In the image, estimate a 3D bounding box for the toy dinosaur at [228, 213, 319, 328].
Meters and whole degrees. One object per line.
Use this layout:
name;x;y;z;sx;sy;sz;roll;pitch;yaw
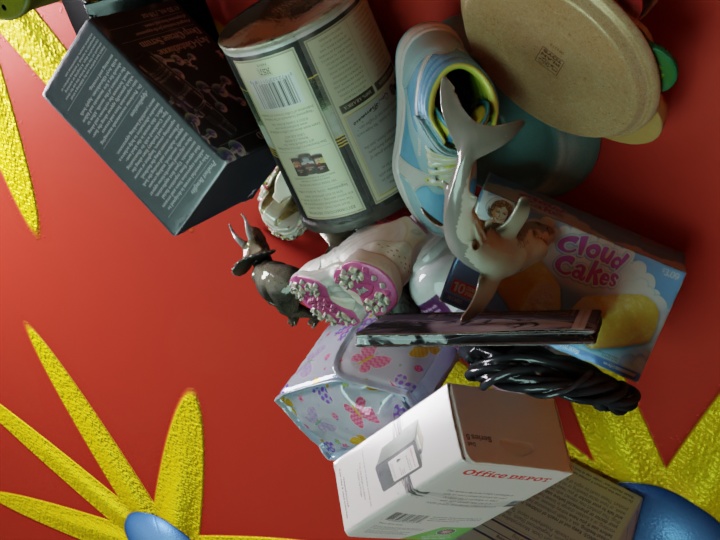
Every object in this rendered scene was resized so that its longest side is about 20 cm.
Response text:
toy dinosaur;-0.081;0.020;1.607;0.102;0.077;0.200;31;-176;-37

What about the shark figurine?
shark figurine;0.083;-0.050;1.199;0.089;0.128;0.215;34;166;35

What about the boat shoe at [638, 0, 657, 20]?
boat shoe;0.212;-0.263;1.122;0.071;0.060;0.201;30;141;14

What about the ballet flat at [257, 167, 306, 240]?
ballet flat;-0.078;-0.087;1.552;0.075;0.064;0.201;35;143;8

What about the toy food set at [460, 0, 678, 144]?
toy food set;0.168;-0.187;1.184;0.199;0.049;0.199;32;157;20

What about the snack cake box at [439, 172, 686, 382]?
snack cake box;0.186;0.005;1.327;0.198;0.067;0.116;22;110;4

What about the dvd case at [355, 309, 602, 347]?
dvd case;0.106;0.049;1.242;0.197;0.149;0.016;-1;94;12

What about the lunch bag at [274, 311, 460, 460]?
lunch bag;0.029;0.096;1.544;0.127;0.170;0.199;50;144;-18

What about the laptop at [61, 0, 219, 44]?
laptop;-0.230;-0.238;1.590;0.197;0.116;0.189;-12;123;14

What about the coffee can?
coffee can;-0.029;-0.159;1.370;0.145;0.146;0.202;1;126;41

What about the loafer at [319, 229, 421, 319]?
loafer;0.002;0.000;1.484;0.075;0.069;0.201;47;-167;-51

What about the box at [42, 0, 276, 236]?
box;-0.186;-0.156;1.437;0.200;0.148;0.107;46;121;7

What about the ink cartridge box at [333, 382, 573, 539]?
ink cartridge box;0.090;0.195;1.437;0.144;0.085;0.200;10;146;-35

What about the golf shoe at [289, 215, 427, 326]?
golf shoe;0.000;0.000;1.390;0.075;0.092;0.199;45;156;-17

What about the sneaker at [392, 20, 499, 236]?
sneaker;0.076;-0.104;1.264;0.131;0.078;0.202;-120;18;-62

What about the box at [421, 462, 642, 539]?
box;0.183;0.305;1.580;0.182;0.200;0.106;25;141;21

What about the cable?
cable;0.170;0.099;1.290;0.161;0.051;0.200;19;-179;-8

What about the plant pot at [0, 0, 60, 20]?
plant pot;-0.307;-0.345;1.404;0.199;0.193;0.202;24;139;22

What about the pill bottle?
pill bottle;0.119;0.021;1.438;0.200;0.112;0.112;46;143;-6

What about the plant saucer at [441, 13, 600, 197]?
plant saucer;0.126;-0.141;1.338;0.198;0.036;0.202;24;138;23
